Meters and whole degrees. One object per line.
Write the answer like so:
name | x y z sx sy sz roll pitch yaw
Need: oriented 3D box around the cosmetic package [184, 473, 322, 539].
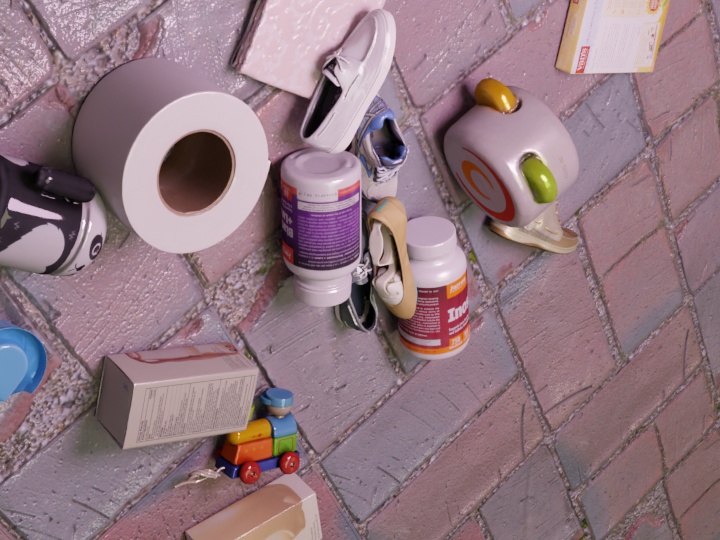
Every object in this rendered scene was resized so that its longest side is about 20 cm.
cosmetic package | -0.161 0.405 1.959 0.199 0.071 0.106 -28 129 -26

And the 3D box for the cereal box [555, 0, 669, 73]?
cereal box | 0.401 -0.385 2.015 0.198 0.039 0.146 -7 117 -37

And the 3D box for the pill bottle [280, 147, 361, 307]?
pill bottle | -0.053 -0.057 1.763 0.111 0.111 0.202 -19 125 -31

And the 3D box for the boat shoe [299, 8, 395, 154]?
boat shoe | -0.021 -0.251 1.675 0.068 0.072 0.201 10 117 -44

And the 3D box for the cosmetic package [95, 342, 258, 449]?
cosmetic package | -0.248 0.167 1.740 0.198 0.087 0.104 -2 116 -41

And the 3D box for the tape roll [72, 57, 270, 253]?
tape roll | -0.230 -0.140 1.546 0.201 0.139 0.205 -20 125 -32

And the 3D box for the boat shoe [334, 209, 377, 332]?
boat shoe | 0.000 0.000 1.875 0.072 0.062 0.202 -19 124 -31

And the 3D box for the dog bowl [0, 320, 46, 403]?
dog bowl | -0.472 0.147 1.566 0.201 0.049 0.111 -53 135 -3

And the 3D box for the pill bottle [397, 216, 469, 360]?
pill bottle | 0.108 0.026 1.945 0.112 0.113 0.202 -26 128 -27

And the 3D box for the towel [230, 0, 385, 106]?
towel | -0.058 -0.326 1.662 0.190 0.032 0.202 12 107 -44

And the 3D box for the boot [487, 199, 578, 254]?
boot | 0.304 -0.114 2.066 0.199 0.072 0.156 11 104 -43

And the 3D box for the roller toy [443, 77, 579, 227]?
roller toy | 0.224 -0.173 1.886 0.139 0.200 0.183 -40 168 -15

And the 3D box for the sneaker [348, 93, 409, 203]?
sneaker | 0.026 -0.158 1.784 0.077 0.085 0.201 -36 140 -19

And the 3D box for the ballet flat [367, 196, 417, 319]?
ballet flat | 0.038 -0.009 1.853 0.063 0.068 0.202 -37 129 -43

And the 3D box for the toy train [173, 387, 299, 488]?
toy train | -0.179 0.243 1.852 0.198 0.084 0.117 -8 108 -37

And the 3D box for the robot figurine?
robot figurine | -0.386 -0.061 1.466 0.199 0.149 0.126 16 90 -44
